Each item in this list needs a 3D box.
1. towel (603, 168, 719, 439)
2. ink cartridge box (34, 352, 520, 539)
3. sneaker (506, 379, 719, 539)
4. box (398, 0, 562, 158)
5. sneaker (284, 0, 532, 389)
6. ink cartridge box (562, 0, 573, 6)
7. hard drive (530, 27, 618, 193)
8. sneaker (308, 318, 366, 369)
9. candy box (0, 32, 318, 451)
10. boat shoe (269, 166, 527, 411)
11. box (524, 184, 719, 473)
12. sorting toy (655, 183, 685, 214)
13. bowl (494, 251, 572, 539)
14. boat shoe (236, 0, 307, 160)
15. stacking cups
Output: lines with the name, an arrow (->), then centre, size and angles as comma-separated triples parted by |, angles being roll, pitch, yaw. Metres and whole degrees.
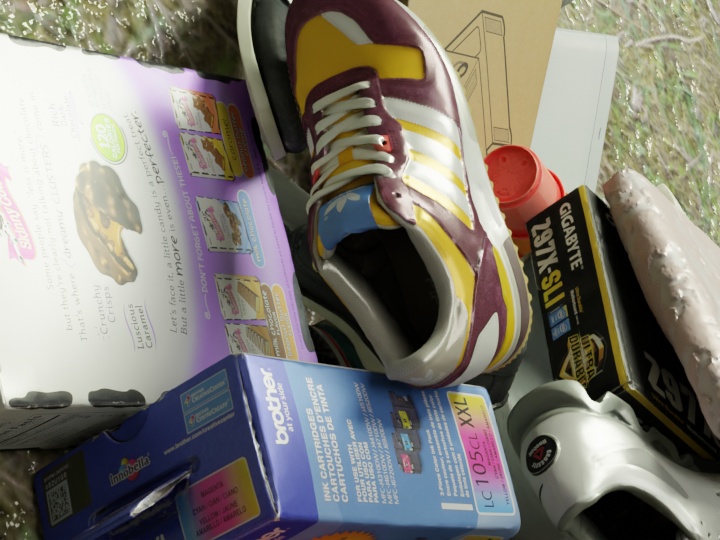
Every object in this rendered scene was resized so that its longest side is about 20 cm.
towel -> 0.215, 0.055, 0.898 | 0.191, 0.032, 0.200 | 38, 21, -32
ink cartridge box -> -0.045, 0.100, 0.727 | 0.199, 0.136, 0.077 | 14, 53, -48
sneaker -> 0.158, 0.133, 0.819 | 0.199, 0.074, 0.089 | 25, 31, -24
box -> 0.055, -0.090, 0.965 | 0.163, 0.021, 0.201 | 2, 102, -56
sneaker -> 0.009, -0.045, 0.738 | 0.090, 0.075, 0.201 | -7, 69, -58
ink cartridge box -> 0.080, -0.265, 1.098 | 0.200, 0.145, 0.145 | 7, 64, -51
hard drive -> 0.100, -0.091, 1.071 | 0.200, 0.027, 0.133 | -5, 107, -53
sneaker -> 0.027, 0.111, 0.869 | 0.093, 0.070, 0.201 | -20, 83, -50
candy box -> -0.121, -0.009, 0.751 | 0.200, 0.071, 0.169 | 5, 66, -52
boat shoe -> 0.002, 0.000, 0.845 | 0.201, 0.063, 0.074 | 41, 29, 25
box -> 0.176, 0.068, 0.928 | 0.200, 0.049, 0.160 | 40, 30, -30
sorting toy -> 0.219, 0.044, 1.103 | 0.181, 0.106, 0.200 | 61, 33, -27
bowl -> 0.108, 0.096, 0.968 | 0.201, 0.090, 0.202 | 29, 49, -39
boat shoe -> -0.023, -0.126, 0.863 | 0.200, 0.067, 0.072 | -81, 157, -56
stacking cups -> 0.118, -0.014, 1.021 | 0.200, 0.060, 0.061 | 40, 39, -60
